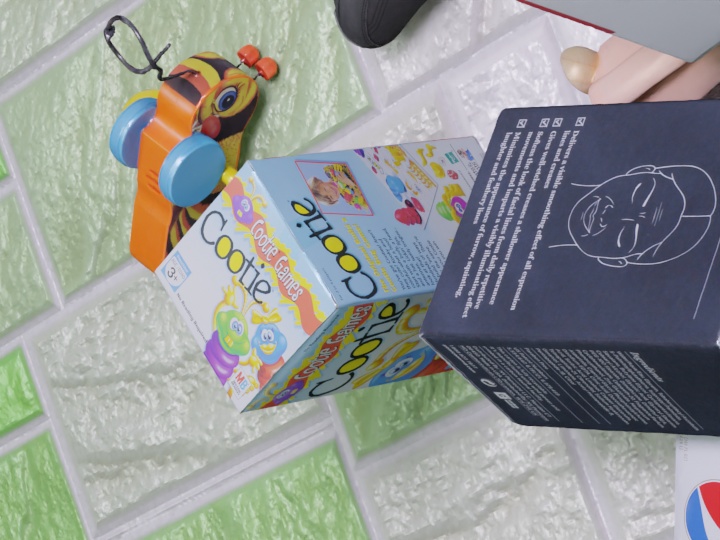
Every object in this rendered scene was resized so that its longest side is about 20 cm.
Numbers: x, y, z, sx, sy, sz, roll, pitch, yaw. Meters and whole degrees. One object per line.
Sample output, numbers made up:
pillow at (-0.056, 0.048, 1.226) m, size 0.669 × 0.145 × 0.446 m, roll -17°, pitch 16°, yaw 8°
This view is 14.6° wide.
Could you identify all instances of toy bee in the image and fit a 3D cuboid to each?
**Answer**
toy bee at (-0.095, -0.088, 1.777) m, size 0.131 × 0.108 × 0.200 m, roll 50°, pitch 150°, yaw 15°

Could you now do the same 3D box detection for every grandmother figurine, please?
grandmother figurine at (0.198, -0.138, 1.526) m, size 0.200 × 0.060 × 0.122 m, roll -41°, pitch 77°, yaw 40°

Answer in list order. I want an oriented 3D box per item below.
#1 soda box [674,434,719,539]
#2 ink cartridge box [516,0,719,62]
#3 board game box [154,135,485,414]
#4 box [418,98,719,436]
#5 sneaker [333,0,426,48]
soda box at (0.214, 0.161, 1.542) m, size 0.063 × 0.068 × 0.201 m, roll 6°, pitch 100°, yaw 41°
ink cartridge box at (0.132, -0.227, 1.477) m, size 0.084 × 0.144 × 0.201 m, roll -36°, pitch 53°, yaw 38°
board game box at (0.000, 0.000, 1.623) m, size 0.103 × 0.199 × 0.105 m, roll -47°, pitch 65°, yaw 35°
box at (0.156, -0.002, 1.507) m, size 0.199 × 0.107 × 0.149 m, roll 1°, pitch 60°, yaw 42°
sneaker at (0.051, -0.200, 1.635) m, size 0.079 × 0.075 × 0.200 m, roll 47°, pitch 124°, yaw 24°
